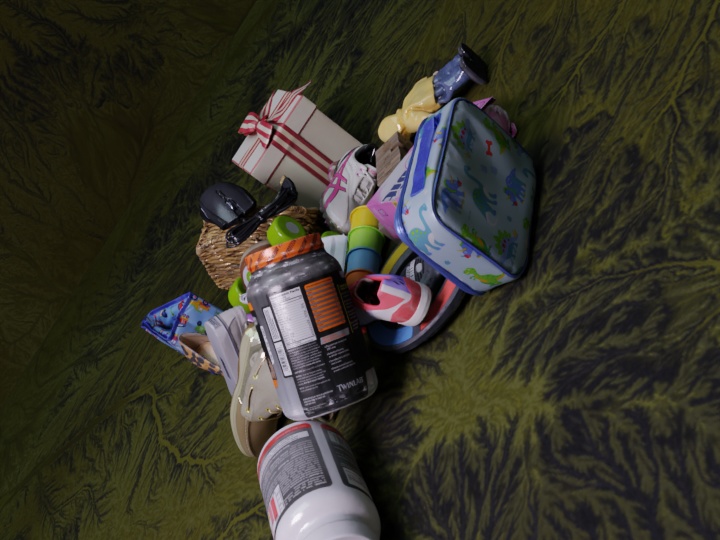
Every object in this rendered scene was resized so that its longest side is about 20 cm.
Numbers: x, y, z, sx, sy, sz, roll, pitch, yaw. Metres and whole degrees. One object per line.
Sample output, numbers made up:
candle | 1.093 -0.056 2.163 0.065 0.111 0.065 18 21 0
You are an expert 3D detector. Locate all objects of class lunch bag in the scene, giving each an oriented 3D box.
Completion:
lunch bag | -0.292 0.118 1.493 0.199 0.150 0.095 -9 52 58
lunch bag | 0.123 -0.089 0.981 0.082 0.160 0.202 -27 39 45

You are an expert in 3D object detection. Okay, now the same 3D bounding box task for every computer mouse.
computer mouse | -0.178 -0.115 1.294 0.140 0.046 0.200 -36 31 -9

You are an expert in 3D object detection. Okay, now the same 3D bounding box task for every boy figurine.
boy figurine | 0.106 -0.255 1.317 0.200 0.064 0.125 -42 29 30

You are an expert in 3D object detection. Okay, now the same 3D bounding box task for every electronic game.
electronic game | 0.075 0.015 1.086 0.200 0.041 0.201 -42 29 29

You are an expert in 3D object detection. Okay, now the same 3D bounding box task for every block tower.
block tower | 0.060 -0.123 1.256 0.058 0.054 0.201 -41 30 30

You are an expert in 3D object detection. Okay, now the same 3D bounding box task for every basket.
basket | -0.155 -0.067 1.390 0.197 0.143 0.150 -1 52 20

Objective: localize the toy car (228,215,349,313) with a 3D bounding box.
toy car | -0.093 0.056 1.235 0.165 0.156 0.202 -52 36 33

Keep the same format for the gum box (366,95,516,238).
gum box | 0.111 -0.139 1.128 0.201 0.066 0.113 -53 23 -21

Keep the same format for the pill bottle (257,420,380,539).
pill bottle | -0.043 0.262 0.925 0.116 0.115 0.200 -52 25 9

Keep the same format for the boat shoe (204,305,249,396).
boat shoe | -0.165 0.141 1.239 0.065 0.202 0.072 -31 30 -23

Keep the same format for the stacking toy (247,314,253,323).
stacking toy | -0.161 0.051 1.440 0.085 0.085 0.201 -31 28 42

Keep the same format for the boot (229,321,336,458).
boot | -0.101 0.183 1.155 0.153 0.072 0.203 18 109 38

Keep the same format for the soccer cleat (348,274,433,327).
soccer cleat | 0.011 0.031 1.060 0.199 0.073 0.069 -1 67 62

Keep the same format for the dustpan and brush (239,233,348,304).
dustpan and brush | -0.097 0.029 1.156 0.197 0.057 0.142 -3 71 28

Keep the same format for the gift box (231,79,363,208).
gift box | -0.114 -0.228 1.534 0.202 0.186 0.184 -59 26 -3

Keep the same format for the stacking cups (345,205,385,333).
stacking cups | 0.000 0.000 1.220 0.060 0.060 0.202 -32 37 41

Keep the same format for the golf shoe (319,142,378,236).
golf shoe | -0.013 -0.135 1.379 0.092 0.072 0.202 -37 32 33

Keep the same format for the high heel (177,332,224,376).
high heel | -0.195 0.130 1.316 0.199 0.142 0.072 -19 44 52

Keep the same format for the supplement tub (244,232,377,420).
supplement tub | -0.063 0.066 1.014 0.121 0.203 0.123 -18 0 0
